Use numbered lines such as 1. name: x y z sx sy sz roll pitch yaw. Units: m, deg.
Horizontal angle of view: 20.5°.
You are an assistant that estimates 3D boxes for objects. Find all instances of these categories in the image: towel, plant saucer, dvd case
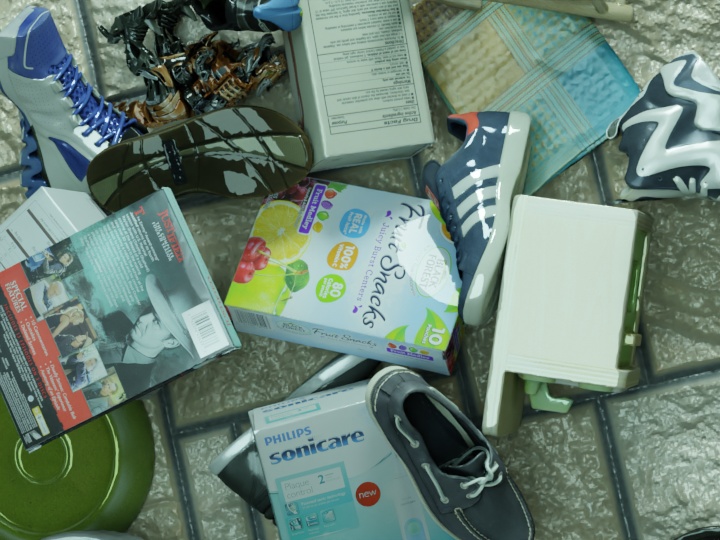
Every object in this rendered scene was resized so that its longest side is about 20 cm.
1. towel: 0.139 -0.177 1.732 0.147 0.022 0.200 -35 78 11
2. plant saucer: -0.288 0.169 1.835 0.200 0.031 0.200 0 89 15
3. dvd case: -0.213 0.040 1.615 0.200 0.022 0.146 -27 83 14

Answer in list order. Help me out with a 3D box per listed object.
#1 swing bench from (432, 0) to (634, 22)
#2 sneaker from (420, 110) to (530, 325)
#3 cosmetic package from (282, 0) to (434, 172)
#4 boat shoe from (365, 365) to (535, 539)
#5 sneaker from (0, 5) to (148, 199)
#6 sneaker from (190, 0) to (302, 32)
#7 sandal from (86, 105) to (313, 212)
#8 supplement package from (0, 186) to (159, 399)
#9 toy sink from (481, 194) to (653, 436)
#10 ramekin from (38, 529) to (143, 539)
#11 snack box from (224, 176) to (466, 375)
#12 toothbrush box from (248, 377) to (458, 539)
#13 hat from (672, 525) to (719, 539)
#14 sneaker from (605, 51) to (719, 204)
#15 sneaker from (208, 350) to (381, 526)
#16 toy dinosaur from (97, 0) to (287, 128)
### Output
1. swing bench: 0.135 -0.325 1.672 0.200 0.130 0.199 7 84 18
2. sneaker: 0.087 -0.046 1.666 0.084 0.075 0.200 8 60 9
3. cosmetic package: -0.009 -0.193 1.723 0.103 0.087 0.200 -7 85 -14
4. boat shoe: 0.079 0.163 1.617 0.073 0.063 0.200 -42 106 -12
5. sneaker: -0.247 -0.139 1.769 0.115 0.081 0.199 9 130 18
6. sneaker: -0.110 -0.248 1.709 0.083 0.200 0.071 -8 113 -16
7. sandal: -0.137 -0.094 1.721 0.200 0.055 0.082 -14 98 15
8. supplement package: -0.229 0.024 1.734 0.111 0.200 0.156 -42 79 10
9. toy sink: 0.178 0.045 1.659 0.112 0.130 0.200 8 90 14
10. ramekin: -0.235 0.324 1.773 0.202 0.094 0.203 1 95 10
11. snack box: 0.000 0.000 1.720 0.200 0.053 0.142 12 64 15
12. toothbrush box: 0.000 0.200 1.684 0.146 0.085 0.200 -14 98 -5
13. hat: 0.314 0.302 1.643 0.200 0.081 0.201 2 95 21
14. sneaker: 0.281 -0.069 1.656 0.130 0.079 0.199 -36 83 11
15. sneaker: -0.029 0.145 1.750 0.200 0.071 0.099 -41 87 10
16. toy dinosaur: -0.167 -0.174 1.782 0.200 0.102 0.136 -22 98 3
